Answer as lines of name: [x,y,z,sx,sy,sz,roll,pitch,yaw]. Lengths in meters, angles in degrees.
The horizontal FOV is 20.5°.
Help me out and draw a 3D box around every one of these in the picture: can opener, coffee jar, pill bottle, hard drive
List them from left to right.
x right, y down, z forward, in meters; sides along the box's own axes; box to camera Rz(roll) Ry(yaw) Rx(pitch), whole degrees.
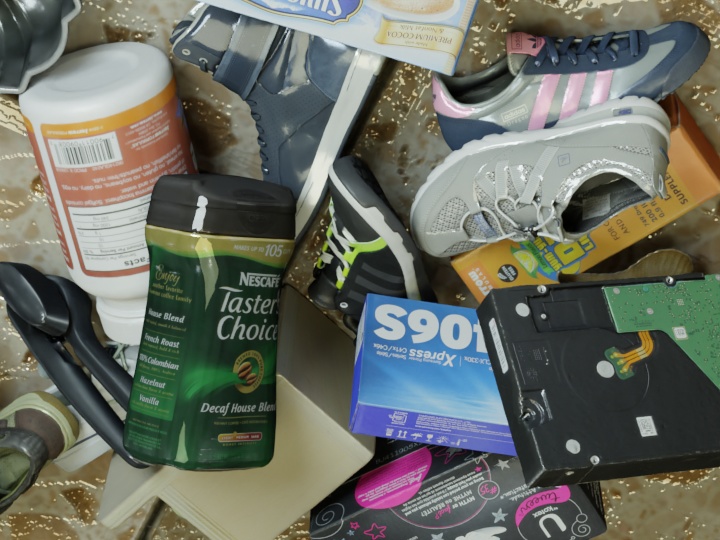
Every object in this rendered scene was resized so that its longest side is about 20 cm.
can opener: [-0.208,0.073,1.477,0.200,0.078,0.063,50,115,27]
pill bottle: [-0.169,-0.053,1.433,0.111,0.112,0.201,-8,119,7]
coffee jar: [-0.102,0.034,1.372,0.104,0.085,0.201,2,96,-41]
hard drive: [0.190,0.074,1.380,0.199,0.140,0.038,-5,153,-22]

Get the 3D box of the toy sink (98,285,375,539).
toy sink: [-0.089,0.135,1.521,0.200,0.131,0.112,-41,110,21]

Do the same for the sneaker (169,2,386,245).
sneaker: [-0.075,-0.116,1.415,0.145,0.077,0.203,21,122,-4]

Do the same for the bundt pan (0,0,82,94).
bundt pan: [-0.284,-0.217,1.368,0.200,0.076,0.203,1,118,2]

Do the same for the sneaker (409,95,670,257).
sneaker: [0.120,-0.052,1.368,0.199,0.082,0.075,-24,135,24]

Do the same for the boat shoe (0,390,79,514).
boat shoe: [-0.298,0.159,1.553,0.201,0.066,0.072,-34,97,39]

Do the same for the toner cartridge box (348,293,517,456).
toner cartridge box: [0.095,0.079,1.413,0.199,0.095,0.043,8,145,-5]

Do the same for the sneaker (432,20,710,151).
sneaker: [0.143,-0.138,1.393,0.199,0.070,0.082,-25,119,14]

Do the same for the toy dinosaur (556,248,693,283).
toy dinosaur: [0.202,0.024,1.478,0.199,0.058,0.101,5,126,-29]

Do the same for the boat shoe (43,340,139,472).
boat shoe: [-0.181,0.086,1.529,0.200,0.074,0.067,-36,114,21]

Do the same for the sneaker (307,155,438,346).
sneaker: [0.000,0.000,1.433,0.083,0.072,0.200,-29,143,-2]

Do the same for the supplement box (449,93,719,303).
supplement box: [0.162,-0.044,1.447,0.199,0.069,0.067,-31,111,21]

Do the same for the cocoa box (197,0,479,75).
cocoa box: [-0.012,-0.235,1.312,0.199,0.134,0.132,16,118,-5]

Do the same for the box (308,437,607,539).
box: [0.074,0.163,1.526,0.199,0.132,0.115,-26,118,16]
